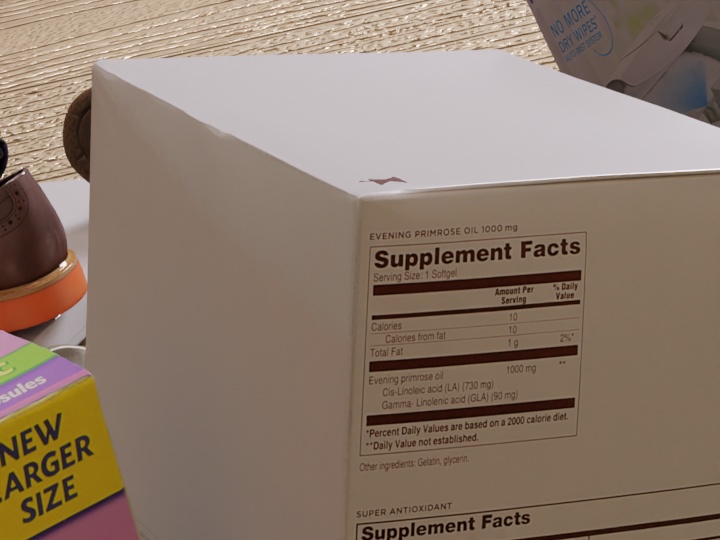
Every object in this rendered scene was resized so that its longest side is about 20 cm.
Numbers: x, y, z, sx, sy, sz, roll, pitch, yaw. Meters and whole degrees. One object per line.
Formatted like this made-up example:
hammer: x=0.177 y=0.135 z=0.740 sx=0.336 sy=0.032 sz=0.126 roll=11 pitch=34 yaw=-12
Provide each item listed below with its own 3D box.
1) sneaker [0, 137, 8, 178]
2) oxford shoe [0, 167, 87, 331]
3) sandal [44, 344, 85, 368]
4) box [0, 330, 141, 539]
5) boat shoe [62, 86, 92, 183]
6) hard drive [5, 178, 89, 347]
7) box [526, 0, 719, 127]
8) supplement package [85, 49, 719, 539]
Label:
sneaker: x=-0.237 y=-0.060 z=1.515 sx=0.087 sy=0.076 sz=0.200 roll=11 pitch=9 yaw=-14
oxford shoe: x=-0.219 y=-0.011 z=1.271 sx=0.199 sy=0.073 sz=0.071 roll=-6 pitch=24 yaw=23
sandal: x=-0.025 y=0.053 z=0.994 sx=0.199 sy=0.054 sz=0.080 roll=13 pitch=31 yaw=-15
box: x=-0.138 y=0.140 z=0.742 sx=0.175 sy=0.201 sz=0.097 roll=-26 pitch=23 yaw=-28
boat shoe: x=-0.040 y=-0.056 z=1.341 sx=0.199 sy=0.072 sz=0.076 roll=8 pitch=8 yaw=7
hard drive: x=-0.169 y=0.008 z=1.327 sx=0.131 sy=0.027 sz=0.200 roll=-4 pitch=24 yaw=26
box: x=0.164 y=-0.096 z=1.065 sx=0.096 sy=0.177 sz=0.200 roll=-25 pitch=-2 yaw=-24
supplement package: x=0.018 y=0.051 z=0.813 sx=0.146 sy=0.201 sz=0.191 roll=-4 pitch=16 yaw=-26
